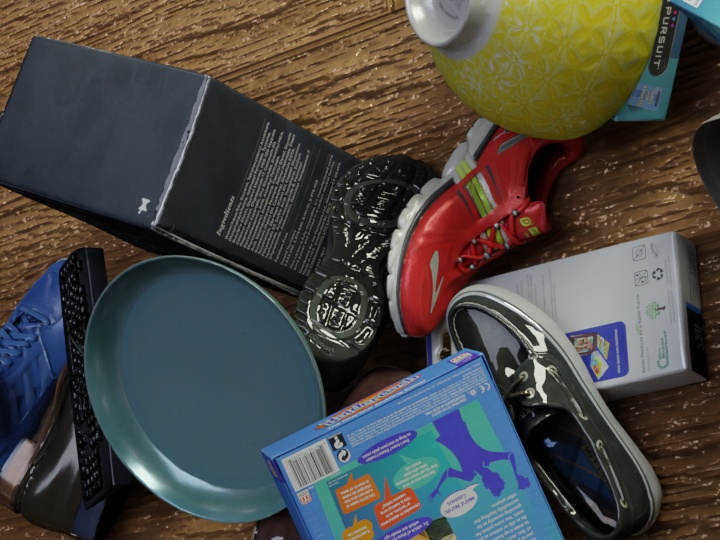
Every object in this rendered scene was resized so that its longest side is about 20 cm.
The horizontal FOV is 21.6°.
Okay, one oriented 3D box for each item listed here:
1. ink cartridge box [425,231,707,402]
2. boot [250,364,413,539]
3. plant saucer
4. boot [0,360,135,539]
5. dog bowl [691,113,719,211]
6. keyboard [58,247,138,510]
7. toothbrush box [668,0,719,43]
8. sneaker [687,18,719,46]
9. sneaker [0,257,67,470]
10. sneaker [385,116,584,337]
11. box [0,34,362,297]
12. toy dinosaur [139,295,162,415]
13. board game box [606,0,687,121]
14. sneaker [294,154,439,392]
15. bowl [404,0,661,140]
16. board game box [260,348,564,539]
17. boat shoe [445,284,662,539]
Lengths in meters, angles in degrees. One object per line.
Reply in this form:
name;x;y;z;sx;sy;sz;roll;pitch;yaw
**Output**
ink cartridge box;0.137;0.044;1.290;0.200;0.039;0.100;-14;68;32
boot;-0.009;0.157;1.296;0.200;0.072;0.166;-66;14;-8
plant saucer;-0.106;0.081;1.325;0.200;0.027;0.200;10;113;26
boot;-0.202;0.125;1.514;0.097;0.075;0.200;32;91;17
dog bowl;0.289;-0.035;1.109;0.059;0.200;0.200;-44;51;-11
keyboard;-0.213;0.074;1.438;0.104;0.040;0.200;-37;58;49
toothbrush box;0.312;-0.135;1.149;0.200;0.146;0.085;36;97;37
sneaker;0.210;-0.222;1.307;0.077;0.078;0.200;-48;49;31
sneaker;-0.295;0.076;1.556;0.077;0.111;0.200;23;90;39
sneaker;0.088;-0.036;1.306;0.085;0.077;0.200;21;69;32
box;-0.142;-0.077;1.436;0.200;0.197;0.124;17;86;38
toy dinosaur;-0.130;0.090;1.418;0.077;0.200;0.102;23;65;14
board game box;0.147;-0.204;1.299;0.200;0.047;0.151;35;121;51
sneaker;0.000;0.000;1.371;0.076;0.091;0.200;22;57;9
bowl;0.094;-0.185;1.240;0.200;0.108;0.200;8;99;57
board game box;0.047;0.172;1.201;0.152;0.045;0.200;-25;97;-11
boat shoe;0.121;0.092;1.232;0.200;0.057;0.069;51;119;13
